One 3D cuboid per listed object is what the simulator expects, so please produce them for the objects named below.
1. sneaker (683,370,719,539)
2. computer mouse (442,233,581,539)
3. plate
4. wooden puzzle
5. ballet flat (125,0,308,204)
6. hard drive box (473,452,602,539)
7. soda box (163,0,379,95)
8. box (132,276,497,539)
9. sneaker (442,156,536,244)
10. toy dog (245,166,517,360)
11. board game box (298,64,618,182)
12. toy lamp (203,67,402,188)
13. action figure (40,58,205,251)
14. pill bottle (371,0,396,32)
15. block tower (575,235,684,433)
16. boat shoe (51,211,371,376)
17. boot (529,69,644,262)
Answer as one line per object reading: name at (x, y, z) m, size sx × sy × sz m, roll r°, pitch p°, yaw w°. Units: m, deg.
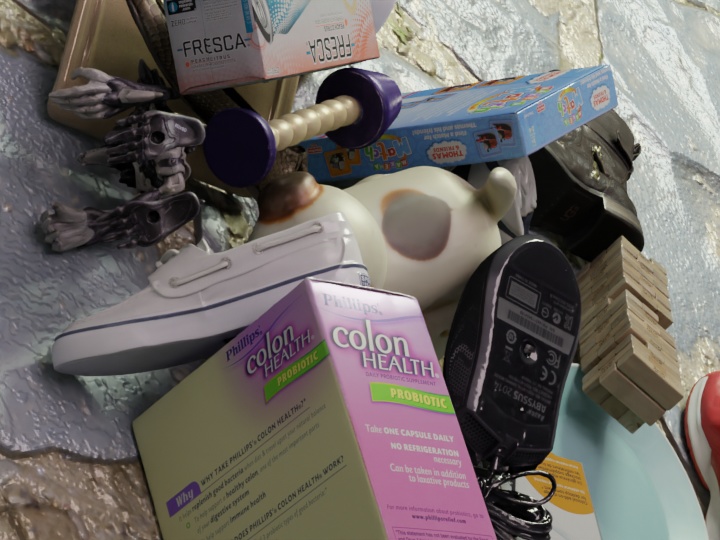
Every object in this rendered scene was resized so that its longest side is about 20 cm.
sneaker at (0.317, 0.143, 1.960) m, size 0.078 × 0.115 × 0.201 m, roll 26°, pitch 43°, yaw -32°
computer mouse at (0.084, 0.071, 1.666) m, size 0.138 × 0.053 × 0.201 m, roll 32°, pitch 63°, yaw -31°
plate at (0.185, 0.161, 1.861) m, size 0.200 × 0.026 × 0.201 m, roll 36°, pitch 35°, yaw -31°
wooden puzzle at (-0.116, -0.170, 1.748) m, size 0.184 × 0.037 × 0.201 m, roll 22°, pitch 79°, yaw -35°
ballet flat at (-0.092, -0.119, 1.700) m, size 0.200 × 0.046 × 0.067 m, roll 55°, pitch 10°, yaw -29°
hard drive box at (0.091, 0.214, 1.677) m, size 0.155 × 0.077 × 0.201 m, roll 17°, pitch 48°, yaw -38°
soda box at (-0.055, -0.159, 1.673) m, size 0.200 × 0.063 × 0.069 m, roll -23°, pitch 103°, yaw -67°
box at (-0.027, 0.138, 1.523) m, size 0.096 × 0.176 × 0.201 m, roll 10°, pitch 52°, yaw -43°
sneaker at (0.064, 0.012, 1.835) m, size 0.080 × 0.129 × 0.200 m, roll -60°, pitch 145°, yaw -56°
toy dog at (0.000, 0.000, 1.675) m, size 0.200 × 0.193 × 0.140 m, roll -5°, pitch 75°, yaw -57°
board game box at (0.062, -0.104, 1.827) m, size 0.151 × 0.199 × 0.037 m, roll -29°, pitch 109°, yaw -55°
toy lamp at (-0.033, -0.098, 1.691) m, size 0.058 × 0.058 × 0.200 m, roll 56°, pitch 31°, yaw 7°
action figure at (-0.151, -0.071, 1.611) m, size 0.101 × 0.200 × 0.120 m, roll -1°, pitch 97°, yaw -10°
pill bottle at (-0.071, -0.240, 1.860) m, size 0.199 × 0.119 × 0.120 m, roll 25°, pitch 43°, yaw -33°
block tower at (0.200, 0.046, 1.930) m, size 0.058 × 0.054 × 0.200 m, roll 41°, pitch 21°, yaw -15°
boat shoe at (-0.095, 0.014, 1.563) m, size 0.074 × 0.199 × 0.066 m, roll 83°, pitch -8°, yaw -75°
boot at (0.154, -0.103, 2.054) m, size 0.200 × 0.069 × 0.175 m, roll 37°, pitch 32°, yaw -27°
